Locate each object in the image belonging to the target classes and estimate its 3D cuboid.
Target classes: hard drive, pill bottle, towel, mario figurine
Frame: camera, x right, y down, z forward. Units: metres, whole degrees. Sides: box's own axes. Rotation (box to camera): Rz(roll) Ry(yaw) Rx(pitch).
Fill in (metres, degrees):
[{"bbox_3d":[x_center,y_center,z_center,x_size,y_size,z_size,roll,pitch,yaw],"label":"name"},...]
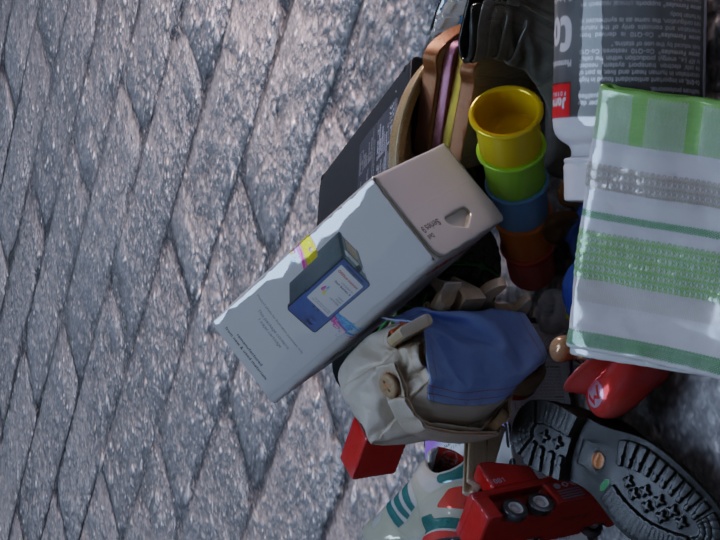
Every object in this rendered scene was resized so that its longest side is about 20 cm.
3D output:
[{"bbox_3d":[0.013,-0.085,1.770,0.200,0.033,0.140,-49,29,47],"label":"hard drive"},{"bbox_3d":[0.200,-0.150,1.426,0.114,0.114,0.200,-175,86,-67],"label":"pill bottle"},{"bbox_3d":[0.225,-0.024,1.356,0.031,0.149,0.200,-27,-56,-67],"label":"towel"},{"bbox_3d":[0.171,0.024,1.491,0.106,0.123,0.200,-22,53,19],"label":"mario figurine"}]

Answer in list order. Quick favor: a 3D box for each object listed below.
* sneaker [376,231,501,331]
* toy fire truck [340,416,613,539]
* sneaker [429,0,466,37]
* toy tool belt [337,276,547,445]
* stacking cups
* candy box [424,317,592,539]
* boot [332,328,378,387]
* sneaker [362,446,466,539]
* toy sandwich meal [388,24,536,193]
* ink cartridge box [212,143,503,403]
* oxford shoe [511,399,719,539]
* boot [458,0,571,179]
[{"bbox_3d":[0.057,0.029,1.661,0.200,0.078,0.085,-55,16,37],"label":"sneaker"},{"bbox_3d":[0.101,0.160,1.526,0.141,0.200,0.049,54,139,39],"label":"toy fire truck"},{"bbox_3d":[0.128,-0.247,1.628,0.200,0.087,0.075,127,162,-69],"label":"sneaker"},{"bbox_3d":[0.087,0.064,1.491,0.125,0.200,0.123,57,137,27],"label":"toy tool belt"},{"bbox_3d":[0.127,-0.063,1.577,0.200,0.060,0.061,78,173,-50],"label":"stacking cups"},{"bbox_3d":[0.122,0.158,1.663,0.168,0.072,0.200,144,124,-62],"label":"candy box"},{"bbox_3d":[-0.013,0.054,1.751,0.073,0.162,0.198,48,127,24],"label":"boot"},{"bbox_3d":[0.064,0.203,1.642,0.200,0.070,0.093,153,132,-67],"label":"sneaker"},{"bbox_3d":[0.098,-0.110,1.635,0.070,0.205,0.205,10,101,34],"label":"toy sandwich meal"},{"bbox_3d":[0.000,0.000,1.532,0.200,0.145,0.088,-39,86,30],"label":"ink cartridge box"},{"bbox_3d":[0.214,0.154,1.460,0.200,0.084,0.073,37,110,40],"label":"oxford shoe"},{"bbox_3d":[0.135,-0.173,1.556,0.068,0.131,0.200,-142,56,-61],"label":"boot"}]
